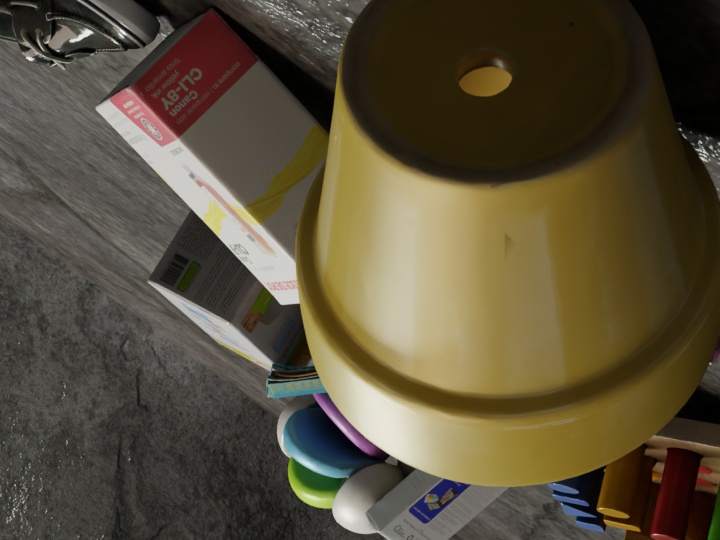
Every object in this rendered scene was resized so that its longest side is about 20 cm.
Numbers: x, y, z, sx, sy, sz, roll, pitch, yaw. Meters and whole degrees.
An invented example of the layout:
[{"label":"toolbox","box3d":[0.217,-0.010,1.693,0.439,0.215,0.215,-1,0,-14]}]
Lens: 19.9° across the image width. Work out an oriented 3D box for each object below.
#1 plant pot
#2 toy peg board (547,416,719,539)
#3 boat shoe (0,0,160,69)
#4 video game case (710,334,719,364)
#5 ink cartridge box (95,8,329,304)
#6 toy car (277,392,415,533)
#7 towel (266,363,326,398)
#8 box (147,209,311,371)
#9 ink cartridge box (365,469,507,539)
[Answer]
[{"label":"plant pot","box3d":[0.063,-0.034,0.917,0.201,0.201,0.189,29,154,24]},{"label":"toy peg board","box3d":[0.230,0.182,1.583,0.199,0.098,0.200,9,162,19]},{"label":"boat shoe","box3d":[-0.216,-0.178,1.482,0.072,0.071,0.200,40,168,-37]},{"label":"video game case","box3d":[0.127,-0.004,1.331,0.200,0.036,0.181,34,171,-7]},{"label":"ink cartridge box","box3d":[-0.076,-0.073,1.409,0.200,0.083,0.145,46,167,-10]},{"label":"toy car","box3d":[0.004,0.154,2.096,0.175,0.200,0.150,50,174,38]},{"label":"towel","box3d":[0.008,0.097,1.961,0.200,0.022,0.147,-6,172,-4]},{"label":"box","box3d":[-0.105,0.017,1.990,0.101,0.113,0.200,27,169,24]},{"label":"ink cartridge box","box3d":[0.107,0.206,2.056,0.095,0.200,0.037,44,-171,-50]}]
